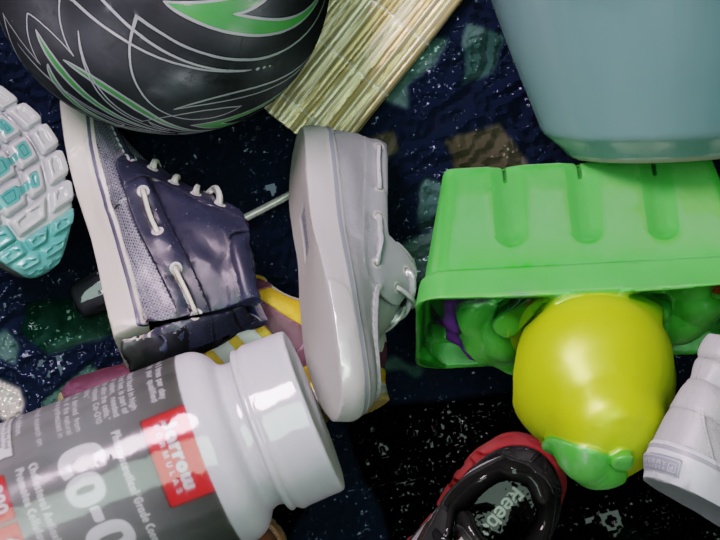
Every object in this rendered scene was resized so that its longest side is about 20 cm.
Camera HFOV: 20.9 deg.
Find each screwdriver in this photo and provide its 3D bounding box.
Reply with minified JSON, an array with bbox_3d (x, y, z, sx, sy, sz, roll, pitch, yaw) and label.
[{"bbox_3d":[-0.088,-0.024,1.209,0.200,0.029,0.028,-28,86,-1],"label":"screwdriver"}]

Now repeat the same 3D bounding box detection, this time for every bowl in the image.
[{"bbox_3d":[0.176,-0.121,1.144,0.200,0.201,0.105,-3,100,0],"label":"bowl"}]

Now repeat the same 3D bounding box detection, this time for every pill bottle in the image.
[{"bbox_3d":[-0.118,0.113,1.088,0.200,0.114,0.114,-22,85,1],"label":"pill bottle"}]

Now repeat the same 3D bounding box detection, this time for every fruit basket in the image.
[{"bbox_3d":[0.132,0.040,1.136,0.215,0.156,0.216,0,70,1],"label":"fruit basket"}]

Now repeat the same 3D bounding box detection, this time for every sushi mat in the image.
[{"bbox_3d":[0.007,-0.173,1.227,0.096,0.012,0.200,38,86,6],"label":"sushi mat"}]

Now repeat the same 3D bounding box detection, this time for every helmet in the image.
[{"bbox_3d":[-0.115,-0.172,1.134,0.200,0.200,0.191,18,65,2],"label":"helmet"}]

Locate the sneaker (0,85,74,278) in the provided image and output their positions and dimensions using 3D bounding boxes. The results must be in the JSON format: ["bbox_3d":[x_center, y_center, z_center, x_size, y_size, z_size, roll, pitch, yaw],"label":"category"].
[{"bbox_3d":[-0.238,-0.077,1.184,0.078,0.091,0.200,-27,77,-22],"label":"sneaker"}]

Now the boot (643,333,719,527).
[{"bbox_3d":[0.244,0.111,1.078,0.200,0.074,0.096,34,77,-34],"label":"boot"}]

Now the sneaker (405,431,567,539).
[{"bbox_3d":[0.052,0.183,1.156,0.071,0.098,0.201,37,88,1],"label":"sneaker"}]

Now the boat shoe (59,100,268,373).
[{"bbox_3d":[-0.117,-0.034,1.169,0.093,0.075,0.200,-16,63,-4],"label":"boat shoe"}]

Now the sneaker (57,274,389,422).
[{"bbox_3d":[-0.084,0.050,1.186,0.200,0.075,0.090,-4,76,-6],"label":"sneaker"}]

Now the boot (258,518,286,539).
[{"bbox_3d":[-0.136,0.207,1.119,0.200,0.155,0.077,-13,104,0],"label":"boot"}]

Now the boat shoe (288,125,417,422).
[{"bbox_3d":[0.000,0.000,1.148,0.068,0.072,0.200,2,47,-13],"label":"boat shoe"}]
